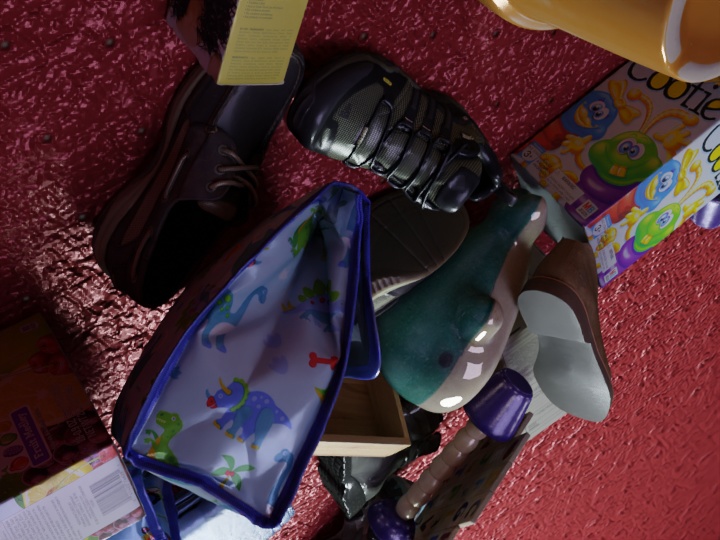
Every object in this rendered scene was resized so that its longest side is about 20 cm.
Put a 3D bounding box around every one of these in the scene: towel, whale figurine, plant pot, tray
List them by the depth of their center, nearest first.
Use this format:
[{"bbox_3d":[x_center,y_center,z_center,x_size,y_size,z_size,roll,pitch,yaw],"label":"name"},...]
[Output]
[{"bbox_3d":[0.173,-0.218,0.680,0.198,0.184,0.202,-24,142,-21],"label":"plant pot"},{"bbox_3d":[-0.045,0.096,0.880,0.037,0.100,0.198,-30,153,35],"label":"tray"},{"bbox_3d":[0.079,0.015,0.910,0.103,0.159,0.202,27,98,-7],"label":"whale figurine"},{"bbox_3d":[-0.155,0.238,0.973,0.198,0.049,0.112,-31,143,-15],"label":"towel"}]

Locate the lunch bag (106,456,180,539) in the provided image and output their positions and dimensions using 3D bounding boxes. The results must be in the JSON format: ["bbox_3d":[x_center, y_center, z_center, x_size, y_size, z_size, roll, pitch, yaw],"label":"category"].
[{"bbox_3d":[-0.209,0.180,0.771,0.149,0.200,0.095,-21,102,-8],"label":"lunch bag"}]

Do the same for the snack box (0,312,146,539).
[{"bbox_3d":[-0.252,0.129,0.659,0.198,0.168,0.068,-29,126,-17],"label":"snack box"}]

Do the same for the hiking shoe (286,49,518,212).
[{"bbox_3d":[0.038,-0.089,0.755,0.198,0.101,0.076,3,125,-49],"label":"hiking shoe"}]

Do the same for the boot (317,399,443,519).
[{"bbox_3d":[0.017,0.147,1.034,0.130,0.068,0.201,-35,152,-16],"label":"boot"}]

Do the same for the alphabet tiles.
[{"bbox_3d":[0.098,0.214,1.058,0.167,0.006,0.200,-51,-179,-25],"label":"alphabet tiles"}]

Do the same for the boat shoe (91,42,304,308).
[{"bbox_3d":[-0.092,-0.058,0.697,0.074,0.073,0.201,15,117,-49],"label":"boat shoe"}]

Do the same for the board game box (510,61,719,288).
[{"bbox_3d":[0.244,-0.101,0.937,0.199,0.103,0.105,-38,145,-3],"label":"board game box"}]

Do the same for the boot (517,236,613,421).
[{"bbox_3d":[0.186,0.055,0.926,0.076,0.073,0.201,-59,146,-31],"label":"boot"}]

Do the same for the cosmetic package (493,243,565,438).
[{"bbox_3d":[0.164,0.077,1.075,0.103,0.073,0.201,-34,144,-8],"label":"cosmetic package"}]

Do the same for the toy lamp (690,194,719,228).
[{"bbox_3d":[0.361,-0.125,1.059,0.058,0.058,0.202,-22,141,-23],"label":"toy lamp"}]

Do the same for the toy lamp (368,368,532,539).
[{"bbox_3d":[0.084,0.172,1.009,0.058,0.058,0.201,11,126,-47],"label":"toy lamp"}]

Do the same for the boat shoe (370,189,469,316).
[{"bbox_3d":[0.000,0.001,0.858,0.200,0.072,0.066,-37,176,-27],"label":"boat shoe"}]

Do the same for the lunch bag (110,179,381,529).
[{"bbox_3d":[-0.066,0.044,0.698,0.126,0.170,0.202,27,79,-14],"label":"lunch bag"}]

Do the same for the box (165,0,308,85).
[{"bbox_3d":[-0.049,-0.205,0.585,0.050,0.075,0.202,-7,131,-38],"label":"box"}]

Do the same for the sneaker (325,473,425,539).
[{"bbox_3d":[0.004,0.304,1.166,0.201,0.078,0.086,-52,146,16],"label":"sneaker"}]
